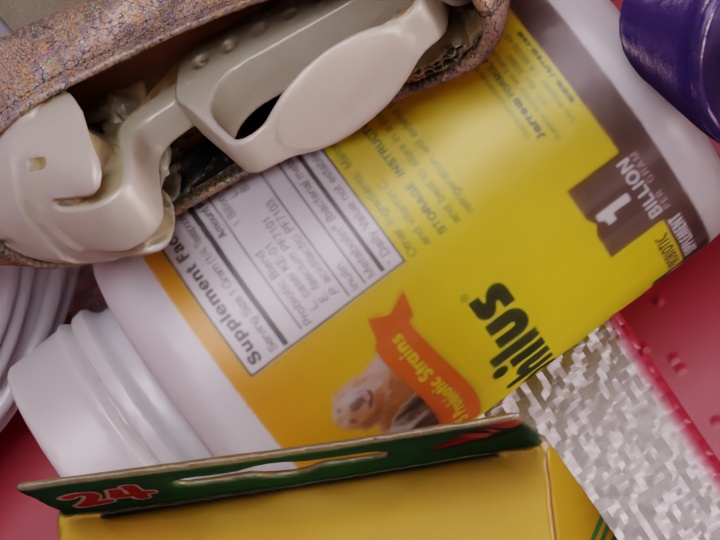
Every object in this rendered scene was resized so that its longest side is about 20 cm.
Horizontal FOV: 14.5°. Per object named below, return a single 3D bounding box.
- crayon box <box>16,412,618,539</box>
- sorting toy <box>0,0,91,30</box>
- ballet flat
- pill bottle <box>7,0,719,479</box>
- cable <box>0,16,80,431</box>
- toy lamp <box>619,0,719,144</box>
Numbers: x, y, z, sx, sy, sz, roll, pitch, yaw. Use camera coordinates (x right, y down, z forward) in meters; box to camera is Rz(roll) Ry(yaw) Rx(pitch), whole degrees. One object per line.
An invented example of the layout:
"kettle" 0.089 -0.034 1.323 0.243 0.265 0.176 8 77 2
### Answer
"crayon box" 0.002 0.091 0.734 0.126 0.200 0.051 -10 70 12
"sorting toy" -0.040 -0.122 0.906 0.185 0.036 0.200 -35 67 1
"ballet flat" -0.048 -0.043 0.754 0.199 0.068 0.067 -29 40 12
"pill bottle" 0.000 0.000 0.815 0.200 0.109 0.109 -37 67 1
"cable" -0.173 -0.009 0.815 0.200 0.200 0.069 -40 40 -18
"toy lamp" 0.134 -0.041 0.680 0.058 0.058 0.200 -52 36 -6
